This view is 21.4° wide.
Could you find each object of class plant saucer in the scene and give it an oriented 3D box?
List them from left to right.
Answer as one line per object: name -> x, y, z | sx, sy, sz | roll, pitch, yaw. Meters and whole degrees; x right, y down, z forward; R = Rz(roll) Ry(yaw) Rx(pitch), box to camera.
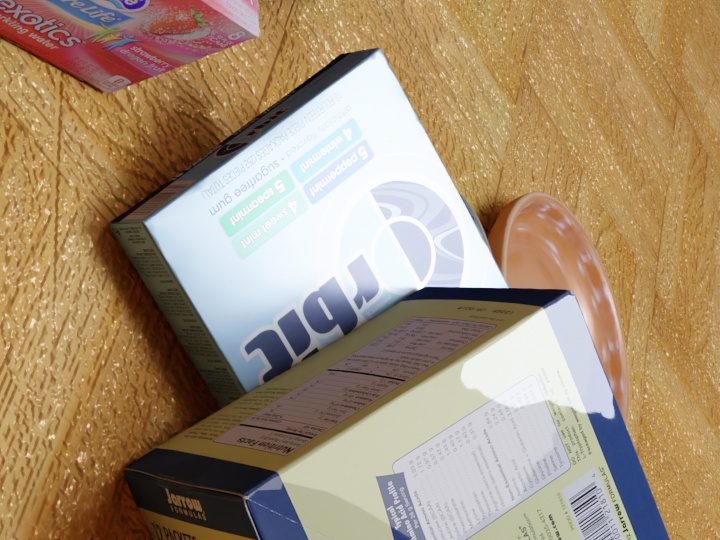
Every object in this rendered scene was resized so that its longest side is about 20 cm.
plant saucer -> 0.135, 0.045, 1.360 | 0.200, 0.037, 0.201 | 36, 47, -50

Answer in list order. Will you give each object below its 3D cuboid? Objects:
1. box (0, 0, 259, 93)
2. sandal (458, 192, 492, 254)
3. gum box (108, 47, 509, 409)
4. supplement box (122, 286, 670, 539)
box -> -0.144, -0.173, 0.905 | 0.200, 0.102, 0.095 | 26, 54, -53
sandal -> 0.059, 0.042, 1.203 | 0.057, 0.079, 0.202 | -74, 148, -70
gum box -> -0.012, 0.012, 1.013 | 0.170, 0.044, 0.201 | -38, 110, -26
supplement box -> 0.028, 0.140, 0.934 | 0.199, 0.134, 0.201 | -29, 104, -27
